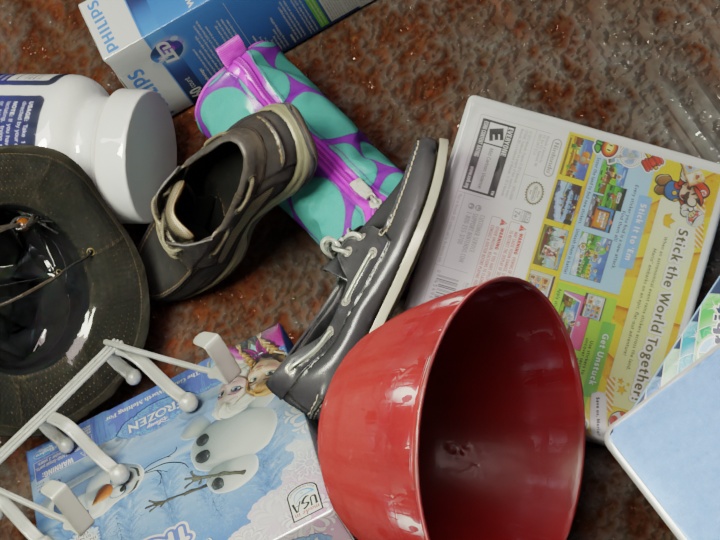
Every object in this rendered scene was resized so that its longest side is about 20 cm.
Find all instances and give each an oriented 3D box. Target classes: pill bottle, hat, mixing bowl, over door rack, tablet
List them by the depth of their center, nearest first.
[{"bbox_3d":[0.253,0.137,1.452,0.130,0.014,0.200,-36,66,-1],"label":"tablet"},{"bbox_3d":[0.043,0.103,1.473,0.108,0.200,0.201,1,66,33],"label":"mixing bowl"},{"bbox_3d":[-0.161,0.112,1.541,0.148,0.067,0.200,-46,17,-20],"label":"over door rack"},{"bbox_3d":[-0.247,0.015,1.651,0.081,0.200,0.201,0,60,59],"label":"hat"},{"bbox_3d":[-0.239,-0.083,1.726,0.199,0.116,0.116,2,67,20],"label":"pill bottle"}]

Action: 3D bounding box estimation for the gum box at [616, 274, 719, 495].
[{"bbox_3d":[0.288,0.087,1.493,0.200,0.045,0.170,31,79,22],"label":"gum box"}]

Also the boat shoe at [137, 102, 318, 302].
[{"bbox_3d":[-0.109,-0.045,1.635,0.200,0.073,0.075,-48,65,40],"label":"boat shoe"}]

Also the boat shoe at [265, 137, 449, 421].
[{"bbox_3d":[0.000,0.000,1.546,0.062,0.073,0.201,22,85,2],"label":"boat shoe"}]

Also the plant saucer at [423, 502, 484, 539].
[{"bbox_3d":[0.011,0.215,1.515,0.199,0.036,0.201,-3,53,4],"label":"plant saucer"}]

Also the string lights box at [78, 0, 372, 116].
[{"bbox_3d":[-0.089,-0.195,1.734,0.199,0.103,0.059,-29,60,4],"label":"string lights box"}]

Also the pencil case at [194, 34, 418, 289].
[{"bbox_3d":[-0.027,-0.072,1.660,0.085,0.093,0.200,-40,60,-12],"label":"pencil case"}]

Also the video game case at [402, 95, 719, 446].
[{"bbox_3d":[0.130,0.002,1.575,0.181,0.023,0.201,16,76,7],"label":"video game case"}]

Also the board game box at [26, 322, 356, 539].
[{"bbox_3d":[-0.115,0.148,1.574,0.199,0.043,0.199,-28,38,6],"label":"board game box"}]
